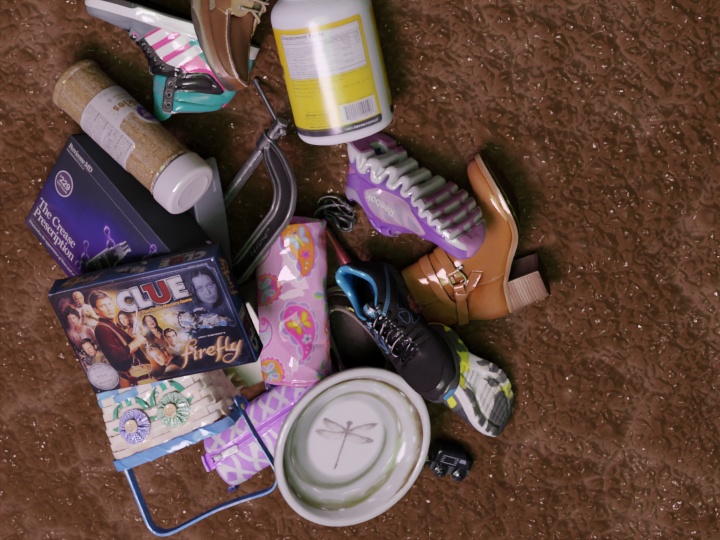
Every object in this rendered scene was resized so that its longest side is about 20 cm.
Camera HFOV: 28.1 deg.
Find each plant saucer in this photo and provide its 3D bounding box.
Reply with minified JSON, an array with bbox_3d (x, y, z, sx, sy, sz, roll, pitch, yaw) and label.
[{"bbox_3d":[-0.015,0.200,1.691,0.199,0.050,0.201,-8,111,-23],"label":"plant saucer"}]

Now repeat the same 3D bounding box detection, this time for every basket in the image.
[{"bbox_3d":[-0.208,0.195,1.673,0.176,0.139,0.201,-26,100,12],"label":"basket"}]

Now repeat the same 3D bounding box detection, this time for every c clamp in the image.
[{"bbox_3d":[-0.127,-0.089,1.652,0.027,0.171,0.200,6,131,-41],"label":"c clamp"}]

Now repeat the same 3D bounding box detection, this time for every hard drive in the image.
[{"bbox_3d":[-0.212,-0.028,1.665,0.134,0.042,0.201,1,101,36],"label":"hard drive"}]

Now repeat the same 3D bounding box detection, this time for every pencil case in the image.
[{"bbox_3d":[-0.105,0.185,1.769,0.200,0.085,0.084,-36,71,14],"label":"pencil case"},{"bbox_3d":[-0.076,0.038,1.669,0.087,0.087,0.201,-3,94,5],"label":"pencil case"}]

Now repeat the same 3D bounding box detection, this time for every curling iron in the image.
[{"bbox_3d":[0.000,0.000,1.717,0.049,0.026,0.201,-18,110,16],"label":"curling iron"}]

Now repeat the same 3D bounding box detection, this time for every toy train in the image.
[{"bbox_3d":[0.051,0.218,1.771,0.199,0.034,0.046,16,111,-23],"label":"toy train"}]

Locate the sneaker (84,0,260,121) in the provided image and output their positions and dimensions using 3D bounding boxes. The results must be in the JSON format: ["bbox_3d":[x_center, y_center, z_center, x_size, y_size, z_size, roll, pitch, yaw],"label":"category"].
[{"bbox_3d":[-0.224,-0.231,1.612,0.199,0.084,0.121,19,103,-5],"label":"sneaker"}]

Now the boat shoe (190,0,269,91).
[{"bbox_3d":[-0.137,-0.293,1.535,0.074,0.076,0.201,-13,75,16],"label":"boat shoe"}]

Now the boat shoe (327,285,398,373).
[{"bbox_3d":[0.009,0.113,1.745,0.072,0.060,0.201,-25,109,11],"label":"boat shoe"}]

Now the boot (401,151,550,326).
[{"bbox_3d":[0.119,-0.029,1.681,0.155,0.077,0.201,-18,117,15],"label":"boot"}]

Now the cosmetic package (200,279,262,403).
[{"bbox_3d":[-0.192,0.104,1.750,0.199,0.071,0.105,-26,109,14],"label":"cosmetic package"}]

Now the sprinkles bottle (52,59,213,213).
[{"bbox_3d":[-0.254,-0.149,1.596,0.200,0.068,0.068,42,112,17],"label":"sprinkles bottle"}]

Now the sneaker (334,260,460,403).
[{"bbox_3d":[0.037,0.070,1.634,0.073,0.082,0.200,-49,58,21],"label":"sneaker"}]

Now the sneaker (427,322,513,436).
[{"bbox_3d":[0.111,0.127,1.746,0.200,0.084,0.075,49,64,-31],"label":"sneaker"}]

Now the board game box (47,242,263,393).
[{"bbox_3d":[-0.222,0.054,1.563,0.199,0.035,0.136,-13,117,17],"label":"board game box"}]

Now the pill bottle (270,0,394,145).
[{"bbox_3d":[-0.035,-0.247,1.573,0.111,0.112,0.201,-10,111,8],"label":"pill bottle"}]

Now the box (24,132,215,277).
[{"bbox_3d":[-0.274,-0.041,1.634,0.200,0.079,0.141,47,120,19],"label":"box"}]

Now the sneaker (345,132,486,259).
[{"bbox_3d":[0.056,-0.070,1.634,0.200,0.080,0.089,40,128,24],"label":"sneaker"}]
